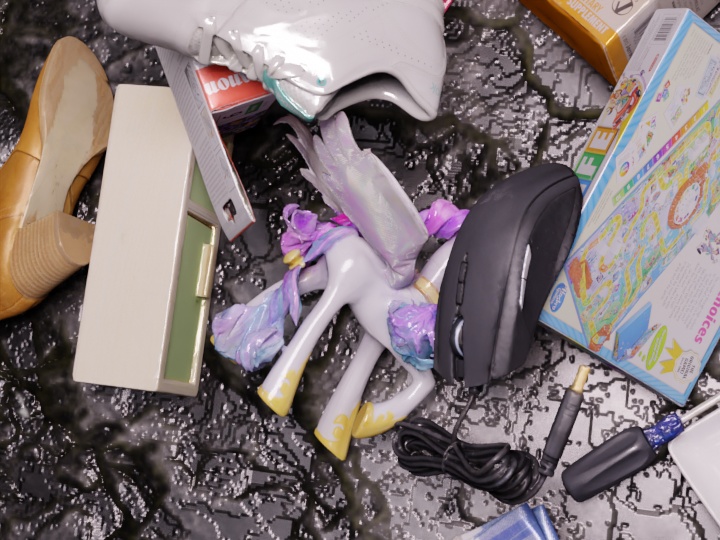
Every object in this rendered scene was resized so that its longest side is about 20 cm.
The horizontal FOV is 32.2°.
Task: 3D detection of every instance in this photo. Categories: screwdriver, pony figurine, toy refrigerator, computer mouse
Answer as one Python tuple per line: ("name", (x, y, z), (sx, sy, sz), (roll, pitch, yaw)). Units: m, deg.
("screwdriver", (0.206, 0.080, 0.753), (0.199, 0.029, 0.028), (-38, 44, 15))
("pony figurine", (0.000, 0.000, 0.796), (0.193, 0.167, 0.200), (43, 90, -16))
("toy refrigerator", (-0.136, -0.018, 0.855), (0.069, 0.076, 0.203), (5, 82, 14))
("computer mouse", (0.081, 0.027, 0.689), (0.140, 0.046, 0.202), (16, 80, 59))

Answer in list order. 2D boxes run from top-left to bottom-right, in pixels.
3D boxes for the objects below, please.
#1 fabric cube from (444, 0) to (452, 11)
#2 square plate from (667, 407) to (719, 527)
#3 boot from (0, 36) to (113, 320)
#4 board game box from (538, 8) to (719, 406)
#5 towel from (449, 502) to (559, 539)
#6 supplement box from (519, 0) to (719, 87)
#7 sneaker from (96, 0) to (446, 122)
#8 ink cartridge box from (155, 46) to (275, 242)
("fabric cube", (-0.007, -0.291, 0.802), (0.198, 0.200, 0.197), (34, 90, 14))
("square plate", (0.320, 0.136, 0.743), (0.197, 0.028, 0.201), (-34, 75, 8))
("boot", (-0.249, -0.061, 0.896), (0.143, 0.071, 0.203), (-22, 56, 30))
("board game box", (0.189, -0.036, 0.759), (0.134, 0.034, 0.201), (29, 88, -24))
("towel", (0.060, 0.242, 0.749), (0.199, 0.024, 0.148), (-36, 69, 32))
("supplement box", (0.193, -0.233, 0.796), (0.200, 0.073, 0.126), (-44, 62, 4))
("sneaker", (-0.044, -0.123, 0.681), (0.197, 0.075, 0.090), (3, 69, -15))
("ink cartridge box", (-0.089, -0.125, 0.773), (0.050, 0.109, 0.202), (-21, 90, -14))
